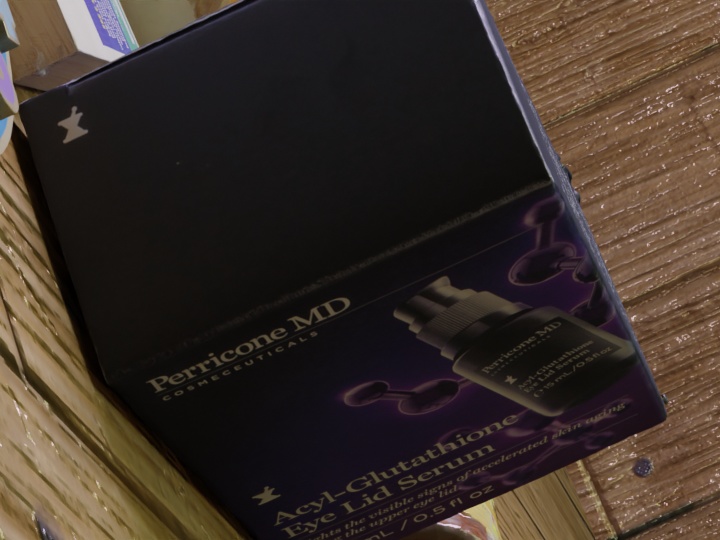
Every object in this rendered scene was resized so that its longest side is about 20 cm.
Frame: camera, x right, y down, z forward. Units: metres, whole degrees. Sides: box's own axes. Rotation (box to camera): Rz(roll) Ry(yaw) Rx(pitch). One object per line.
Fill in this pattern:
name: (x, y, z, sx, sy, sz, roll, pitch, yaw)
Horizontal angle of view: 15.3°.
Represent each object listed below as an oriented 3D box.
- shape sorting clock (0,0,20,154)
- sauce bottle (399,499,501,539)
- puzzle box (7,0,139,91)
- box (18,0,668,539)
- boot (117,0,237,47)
shape sorting clock: (-0.131, -0.122, 0.689, 0.200, 0.039, 0.201, -25, 90, -84)
sauce bottle: (0.025, 0.097, 1.103, 0.200, 0.066, 0.066, -89, 154, -74)
puzzle box: (-0.131, -0.153, 0.898, 0.133, 0.025, 0.201, 2, 64, -84)
box: (0.000, 0.000, 0.864, 0.200, 0.147, 0.105, 53, 14, -61)
boot: (-0.065, -0.074, 1.040, 0.144, 0.070, 0.202, 79, -10, -87)
